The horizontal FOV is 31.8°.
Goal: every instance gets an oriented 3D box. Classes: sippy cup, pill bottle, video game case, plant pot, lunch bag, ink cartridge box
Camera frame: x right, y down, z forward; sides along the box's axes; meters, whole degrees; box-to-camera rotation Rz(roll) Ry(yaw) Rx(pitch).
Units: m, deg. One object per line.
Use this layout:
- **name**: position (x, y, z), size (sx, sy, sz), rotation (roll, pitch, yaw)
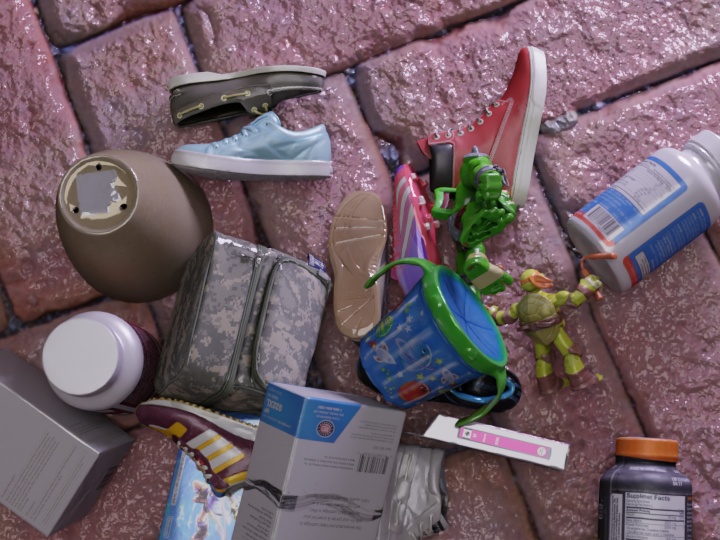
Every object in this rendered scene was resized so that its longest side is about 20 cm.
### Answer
- **sippy cup**: position (0.074, 0.084, 1.417), size (0.130, 0.140, 0.178), rotation (-35, 50, 19)
- **pill bottle**: position (-0.297, 0.108, 1.461), size (0.113, 0.200, 0.113), rotation (0, 81, 3)
- **video game case**: position (-0.135, 0.268, 1.505), size (0.181, 0.045, 0.200), rotation (11, 81, 4)
- **pill bottle**: position (0.325, 0.291, 1.445), size (0.106, 0.106, 0.200), rotation (3, 81, 4)
- **plant pot**: position (-0.284, -0.068, 1.489), size (0.187, 0.200, 0.188), rotation (-1, 81, 4)
- **pill bottle**: position (0.354, -0.074, 1.499), size (0.200, 0.112, 0.112), rotation (-36, 81, -3)
- **lunch bag**: position (-0.130, 0.069, 1.479), size (0.168, 0.139, 0.200), rotation (20, 66, -19)
- **ink cartridge box**: position (0.141, 0.196, 1.475), size (0.200, 0.095, 0.037), rotation (11, 83, 5)
- **ink cartridge box**: position (-0.048, 0.237, 1.411), size (0.145, 0.084, 0.200), rotation (13, 90, -38)

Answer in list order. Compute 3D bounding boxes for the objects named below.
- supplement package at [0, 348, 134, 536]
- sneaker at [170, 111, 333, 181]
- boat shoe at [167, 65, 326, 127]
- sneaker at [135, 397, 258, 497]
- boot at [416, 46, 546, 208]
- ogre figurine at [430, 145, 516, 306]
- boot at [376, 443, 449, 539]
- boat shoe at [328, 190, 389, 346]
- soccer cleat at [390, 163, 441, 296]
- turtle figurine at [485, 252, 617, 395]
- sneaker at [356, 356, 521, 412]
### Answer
- **supplement package**: position (-0.392, 0.197, 1.485), size (0.200, 0.120, 0.121), rotation (34, 96, 8)
- **sneaker**: position (-0.133, -0.153, 1.545), size (0.200, 0.074, 0.082), rotation (1, 85, -20)
- **boat shoe**: position (-0.140, -0.216, 1.571), size (0.201, 0.072, 0.060), rotation (-5, 82, 9)
- **sneaker**: position (-0.173, 0.210, 1.456), size (0.200, 0.075, 0.090), rotation (16, 76, 7)
- **boot**: position (0.147, -0.186, 1.547), size (0.144, 0.072, 0.200), rotation (11, 85, 3)
- **ogre figurine**: position (0.134, -0.057, 1.471), size (0.098, 0.200, 0.120), rotation (-14, 43, 8)
- **boot**: position (0.056, 0.302, 1.473), size (0.095, 0.074, 0.200), rotation (1, 80, 10)
- **boat shoe**: position (0.000, 0.000, 1.531), size (0.072, 0.065, 0.200), rotation (-3, 62, 4)
- **soccer cleat**: position (0.061, -0.031, 1.535), size (0.076, 0.067, 0.200), rotation (-19, 77, 20)
- **turtle figurine**: position (0.225, 0.061, 1.474), size (0.200, 0.064, 0.161), rotation (-18, 96, 35)
- **sneaker**: position (0.093, 0.122, 1.497), size (0.200, 0.082, 0.073), rotation (7, 83, 6)
